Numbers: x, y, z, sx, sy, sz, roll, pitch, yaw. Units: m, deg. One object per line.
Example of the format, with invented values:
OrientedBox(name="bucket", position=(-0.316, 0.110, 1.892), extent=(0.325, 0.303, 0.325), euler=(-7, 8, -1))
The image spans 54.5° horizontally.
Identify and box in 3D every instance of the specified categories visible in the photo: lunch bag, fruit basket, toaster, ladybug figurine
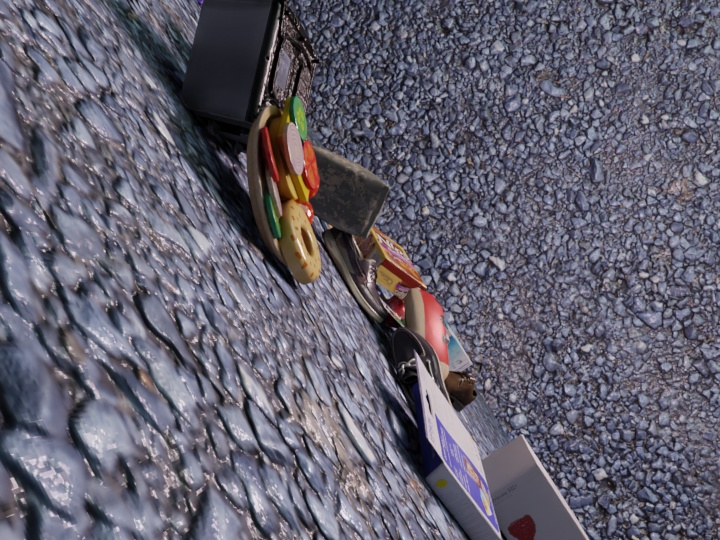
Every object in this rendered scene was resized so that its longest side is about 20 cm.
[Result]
OrientedBox(name="lunch bag", position=(-0.036, -0.138, 1.244), extent=(0.162, 0.119, 0.200), euler=(27, 8, 0))
OrientedBox(name="fruit basket", position=(0.099, 0.104, 1.431), extent=(0.201, 0.093, 0.185), euler=(54, 6, 1))
OrientedBox(name="toaster", position=(-0.140, -0.263, 0.946), extent=(0.181, 0.117, 0.204), euler=(34, 67, -76))
OrientedBox(name="ladybug figurine", position=(0.120, 0.124, 1.270), extent=(0.136, 0.071, 0.203), euler=(80, 5, -68))

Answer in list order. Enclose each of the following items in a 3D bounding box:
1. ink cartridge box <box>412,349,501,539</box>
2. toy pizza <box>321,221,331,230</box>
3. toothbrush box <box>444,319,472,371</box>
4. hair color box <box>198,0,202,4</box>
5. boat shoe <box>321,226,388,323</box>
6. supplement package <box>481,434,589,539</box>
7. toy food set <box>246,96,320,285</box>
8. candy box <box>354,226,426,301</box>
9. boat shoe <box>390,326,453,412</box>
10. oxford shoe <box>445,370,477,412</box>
OrientedBox(name="ink cartridge box", position=(0.115, 0.242, 0.964), extent=(0.201, 0.047, 0.198), euler=(54, 15, -21))
OrientedBox(name="toy pizza", position=(-0.020, -0.042, 1.510), extent=(0.202, 0.031, 0.200), euler=(57, 6, -8))
OrientedBox(name="toothbrush box", position=(0.250, 0.215, 2.150), extent=(0.200, 0.085, 0.147), euler=(53, 7, -47))
OrientedBox(name="hair color box", position=(-0.454, -0.801, 1.826), extent=(0.200, 0.064, 0.110), euler=(53, 7, -50))
OrientedBox(name="boat shoe", position=(0.000, 0.000, 1.283), extent=(0.202, 0.064, 0.072), euler=(58, 6, 13))
OrientedBox(name="supplement package", position=(0.301, 0.423, 1.242), extent=(0.201, 0.120, 0.120), euler=(55, 6, -9))
OrientedBox(name="toy food set", position=(-0.086, -0.101, 0.842), extent=(0.202, 0.048, 0.200), euler=(-84, 163, -44))
OrientedBox(name="candy box", position=(0.056, -0.019, 1.461), extent=(0.116, 0.057, 0.201), euler=(35, 13, -25))
OrientedBox(name="boat shoe", position=(0.094, 0.168, 1.140), extent=(0.063, 0.072, 0.202), euler=(44, 19, -52))
OrientedBox(name="oxford shoe", position=(0.231, 0.267, 1.703), extent=(0.200, 0.084, 0.073), euler=(48, 12, -49))
